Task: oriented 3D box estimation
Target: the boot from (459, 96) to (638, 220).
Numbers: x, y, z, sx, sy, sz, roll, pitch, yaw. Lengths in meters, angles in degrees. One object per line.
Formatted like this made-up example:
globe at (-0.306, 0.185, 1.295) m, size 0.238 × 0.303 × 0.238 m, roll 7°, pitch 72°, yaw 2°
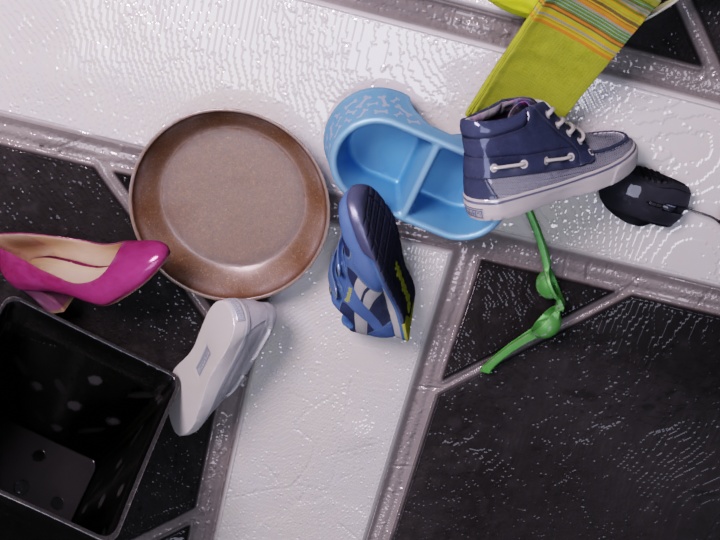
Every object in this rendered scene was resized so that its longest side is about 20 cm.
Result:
boot at (0.176, -0.117, 0.852) m, size 0.198 × 0.072 × 0.091 m, roll -22°, pitch 118°, yaw -29°

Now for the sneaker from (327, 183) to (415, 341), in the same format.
sneaker at (0.000, 0.000, 0.920) m, size 0.081 × 0.075 × 0.201 m, roll 2°, pitch 138°, yaw 17°

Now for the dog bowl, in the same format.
dog bowl at (0.058, -0.096, 0.904) m, size 0.198 × 0.050 × 0.112 m, roll 21°, pitch 121°, yaw -9°

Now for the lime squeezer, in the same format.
lime squeezer at (0.181, 0.025, 0.981) m, size 0.070 × 0.038 × 0.202 m, roll 22°, pitch 118°, yaw 25°

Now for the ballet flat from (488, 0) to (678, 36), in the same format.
ballet flat at (0.213, -0.244, 0.832) m, size 0.197 × 0.067 × 0.068 m, roll -14°, pitch 104°, yaw 4°

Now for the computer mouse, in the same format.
computer mouse at (0.329, -0.055, 0.936) m, size 0.198 × 0.034 × 0.059 m, roll 17°, pitch 113°, yaw -7°

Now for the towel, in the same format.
towel at (0.174, -0.187, 0.841) m, size 0.085 × 0.018 × 0.200 m, roll 25°, pitch 139°, yaw -9°

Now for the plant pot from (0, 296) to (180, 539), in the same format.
plant pot at (-0.330, 0.188, 0.970) m, size 0.198 × 0.201 × 0.178 m, roll 27°, pitch 133°, yaw -11°

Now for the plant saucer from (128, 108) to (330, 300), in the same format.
plant saucer at (-0.128, -0.066, 0.936) m, size 0.197 × 0.037 × 0.203 m, roll 0°, pitch 115°, yaw 0°

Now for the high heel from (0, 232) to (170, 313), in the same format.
high heel at (-0.278, -0.014, 0.920) m, size 0.198 × 0.068 × 0.096 m, roll -18°, pitch 124°, yaw 30°

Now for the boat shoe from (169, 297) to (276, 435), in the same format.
boat shoe at (-0.147, 0.102, 0.997) m, size 0.068 × 0.072 × 0.201 m, roll -1°, pitch 132°, yaw -37°
